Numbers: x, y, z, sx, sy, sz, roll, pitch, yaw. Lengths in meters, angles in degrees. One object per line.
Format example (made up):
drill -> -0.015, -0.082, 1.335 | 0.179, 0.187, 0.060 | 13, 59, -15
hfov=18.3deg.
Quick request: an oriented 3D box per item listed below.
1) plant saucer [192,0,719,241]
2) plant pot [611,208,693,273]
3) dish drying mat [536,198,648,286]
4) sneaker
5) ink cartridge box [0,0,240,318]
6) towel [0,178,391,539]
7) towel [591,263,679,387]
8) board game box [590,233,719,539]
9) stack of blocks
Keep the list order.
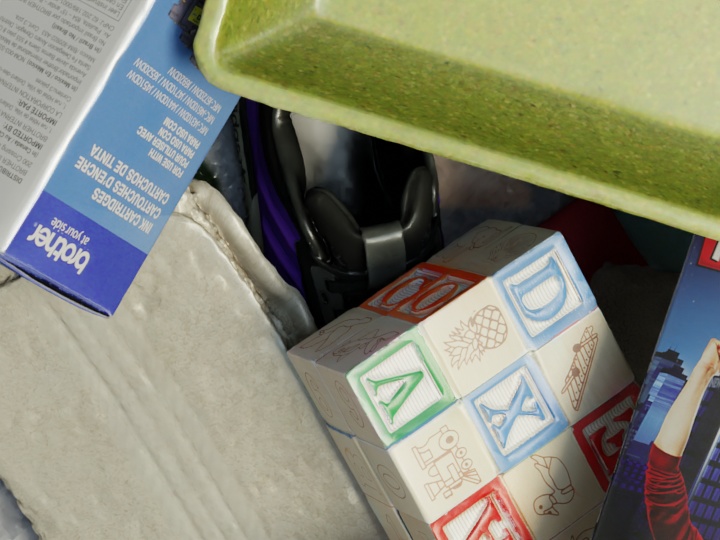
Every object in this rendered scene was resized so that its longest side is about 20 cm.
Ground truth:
plant saucer -> 0.071, -0.125, 0.672 | 0.198, 0.048, 0.201 | 17, 95, 3
plant pot -> 0.154, -0.064, 0.790 | 0.199, 0.200, 0.136 | 4, 91, -21
dish drying mat -> 0.045, 0.048, 0.867 | 0.200, 0.018, 0.077 | -36, 99, -11
sneaker -> -0.001, 0.000, 0.794 | 0.069, 0.099, 0.202 | -16, 98, -12
ink cartridge box -> -0.110, -0.079, 0.725 | 0.201, 0.136, 0.076 | -58, 149, -4
towel -> -0.065, 0.065, 0.793 | 0.132, 0.035, 0.201 | -22, 110, 22
towel -> 0.182, 0.064, 0.862 | 0.199, 0.034, 0.134 | 2, 76, -16
board game box -> 0.187, 0.054, 0.706 | 0.199, 0.062, 0.201 | 20, 87, 4
stack of blocks -> 0.054, 0.099, 0.747 | 0.115, 0.059, 0.201 | -33, 106, -16
